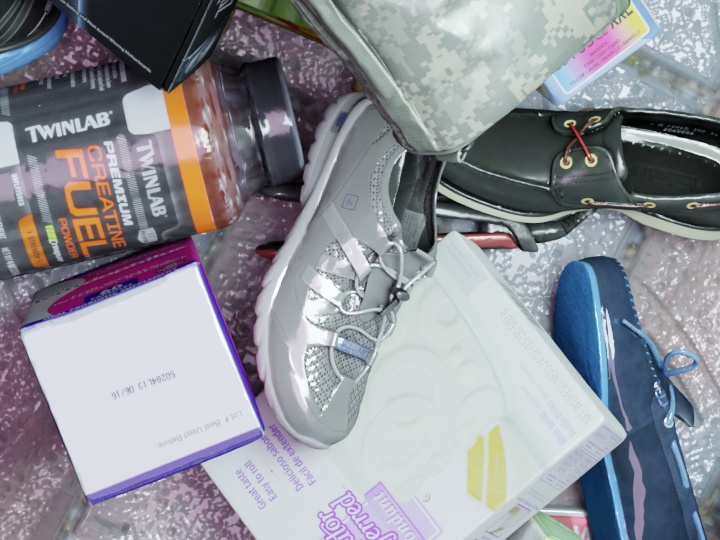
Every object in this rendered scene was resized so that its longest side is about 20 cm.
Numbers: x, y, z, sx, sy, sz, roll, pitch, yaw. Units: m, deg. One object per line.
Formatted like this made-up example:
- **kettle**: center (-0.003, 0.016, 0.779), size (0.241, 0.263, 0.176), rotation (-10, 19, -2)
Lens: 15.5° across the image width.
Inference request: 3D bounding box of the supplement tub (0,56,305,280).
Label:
- **supplement tub**: center (-0.134, -0.064, 1.482), size (0.200, 0.107, 0.107), rotation (-14, 96, -1)

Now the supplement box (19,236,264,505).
- **supplement box**: center (-0.119, 0.049, 1.450), size (0.101, 0.200, 0.103), rotation (-21, 95, -3)

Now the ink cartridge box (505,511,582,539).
- **ink cartridge box**: center (0.081, 0.215, 1.464), size (0.048, 0.200, 0.146), rotation (29, 93, -7)

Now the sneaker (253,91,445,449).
- **sneaker**: center (0.000, 0.000, 1.447), size (0.075, 0.082, 0.200), rotation (16, 83, -49)

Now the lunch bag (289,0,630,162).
- **lunch bag**: center (0.030, -0.173, 1.268), size (0.200, 0.139, 0.168), rotation (52, 60, -27)

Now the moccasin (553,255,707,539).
- **moccasin**: center (0.159, 0.087, 1.543), size (0.068, 0.080, 0.200), rotation (-12, 100, -17)

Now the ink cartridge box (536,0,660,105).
- **ink cartridge box**: center (0.063, -0.202, 1.446), size (0.076, 0.136, 0.200), rotation (-37, 117, -2)

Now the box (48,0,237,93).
- **box**: center (-0.141, -0.208, 1.368), size (0.200, 0.160, 0.044), rotation (39, 51, 6)

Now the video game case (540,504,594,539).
- **video game case**: center (0.089, 0.238, 1.577), size (0.143, 0.017, 0.200), rotation (3, 95, -5)

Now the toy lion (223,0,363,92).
- **toy lion**: center (-0.011, -0.136, 1.446), size (0.200, 0.192, 0.069), rotation (23, 93, -6)

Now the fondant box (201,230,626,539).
- **fondant box**: center (0.027, 0.098, 1.500), size (0.200, 0.058, 0.144), rotation (-41, 69, 7)

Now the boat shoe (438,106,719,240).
- **boat shoe**: center (0.134, -0.066, 1.518), size (0.201, 0.063, 0.074), rotation (8, 58, -9)

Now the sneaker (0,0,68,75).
- **sneaker**: center (-0.249, -0.129, 1.451), size (0.200, 0.071, 0.083), rotation (-34, 125, -33)

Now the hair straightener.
- **hair straightener**: center (0.038, -0.046, 1.534), size (0.200, 0.041, 0.077), rotation (-1, 96, -5)
